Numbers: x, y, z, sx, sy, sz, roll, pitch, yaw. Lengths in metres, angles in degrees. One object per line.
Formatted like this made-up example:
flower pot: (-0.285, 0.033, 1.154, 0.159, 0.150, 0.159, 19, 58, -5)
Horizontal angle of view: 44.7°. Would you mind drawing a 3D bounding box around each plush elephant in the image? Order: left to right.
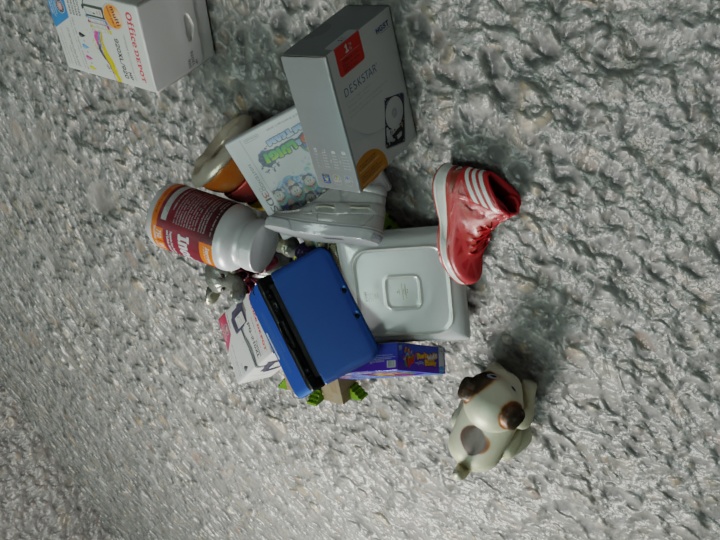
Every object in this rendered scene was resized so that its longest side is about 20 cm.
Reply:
plush elephant: (-0.205, -0.001, 1.554, 0.200, 0.155, 0.165, 37, 148, 36)

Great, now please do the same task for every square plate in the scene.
square plate: (0.068, 0.031, 1.376, 0.197, 0.028, 0.201, -4, 113, 9)

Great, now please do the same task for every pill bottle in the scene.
pill bottle: (-0.241, -0.066, 1.435, 0.199, 0.113, 0.113, 18, 137, 22)

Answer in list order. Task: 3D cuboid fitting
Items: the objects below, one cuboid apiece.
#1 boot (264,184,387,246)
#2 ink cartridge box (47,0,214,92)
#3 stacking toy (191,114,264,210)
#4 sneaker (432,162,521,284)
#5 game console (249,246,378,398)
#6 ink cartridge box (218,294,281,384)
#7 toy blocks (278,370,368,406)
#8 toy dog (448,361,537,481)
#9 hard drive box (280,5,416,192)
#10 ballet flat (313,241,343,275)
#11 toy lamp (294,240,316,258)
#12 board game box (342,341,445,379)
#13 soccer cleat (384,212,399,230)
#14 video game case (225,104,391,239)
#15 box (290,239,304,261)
boot: (-0.050, -0.095, 1.342, 0.199, 0.096, 0.074, 7, 171, 24)
ink cartridge box: (-0.354, -0.389, 1.357, 0.199, 0.145, 0.148, 20, 137, 26)
stacking toy: (-0.168, -0.148, 1.465, 0.200, 0.147, 0.146, 39, 146, -22)
sneaker: (0.174, -0.056, 1.261, 0.115, 0.078, 0.201, 11, 135, 37)
game console: (-0.081, 0.089, 1.432, 0.201, 0.118, 0.171, 63, 159, 7)
ink cartridge box: (-0.193, 0.119, 1.717, 0.200, 0.084, 0.145, -42, 64, 54)
toy blocks: (-0.088, 0.181, 1.737, 0.199, 0.100, 0.137, 8, 120, 38)
toy dog: (0.204, 0.234, 1.433, 0.139, 0.194, 0.200, 40, 152, 23)
hard drive box: (-0.011, -0.233, 1.189, 0.077, 0.156, 0.201, 12, 134, 34)
ballet flat: (0.000, 0.000, 1.419, 0.075, 0.068, 0.200, -12, 116, 49)
toy lamp: (-0.077, -0.111, 1.428, 0.058, 0.058, 0.201, 23, 123, 25)
board game box: (0.022, 0.154, 1.470, 0.199, 0.134, 0.045, -9, 76, 38)
soccer cleat: (0.047, -0.008, 1.433, 0.083, 0.065, 0.201, 0, 127, 40)
video game case: (-0.080, -0.162, 1.353, 0.199, 0.024, 0.182, -24, 112, 18)
box: (-0.072, -0.004, 1.572, 0.110, 0.035, 0.201, 21, 138, 27)
